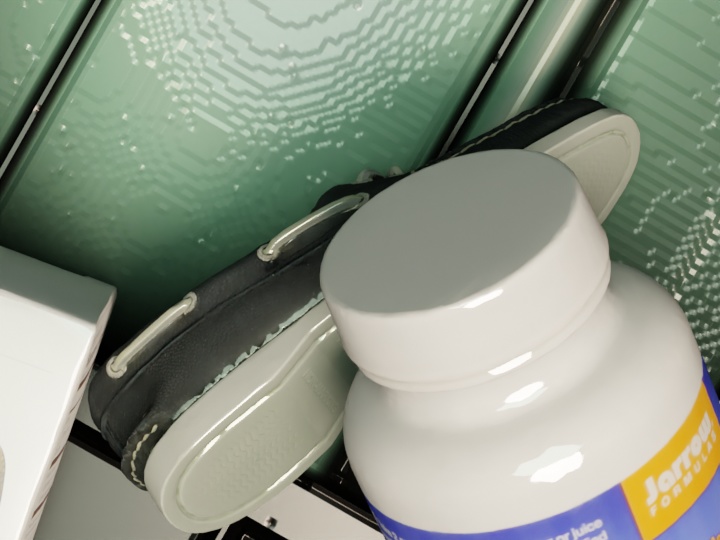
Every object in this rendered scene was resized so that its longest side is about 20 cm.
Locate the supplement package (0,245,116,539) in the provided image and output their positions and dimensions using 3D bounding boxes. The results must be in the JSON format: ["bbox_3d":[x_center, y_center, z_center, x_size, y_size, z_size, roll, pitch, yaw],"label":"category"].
[{"bbox_3d":[-0.164,0.084,0.872,0.114,0.110,0.200,19,95,-4],"label":"supplement package"}]

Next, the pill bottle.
[{"bbox_3d":[0.061,0.067,0.843,0.112,0.112,0.200,-24,121,1],"label":"pill bottle"}]

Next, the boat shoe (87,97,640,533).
[{"bbox_3d":[0.000,0.000,0.890,0.200,0.076,0.060,-35,55,-12],"label":"boat shoe"}]
